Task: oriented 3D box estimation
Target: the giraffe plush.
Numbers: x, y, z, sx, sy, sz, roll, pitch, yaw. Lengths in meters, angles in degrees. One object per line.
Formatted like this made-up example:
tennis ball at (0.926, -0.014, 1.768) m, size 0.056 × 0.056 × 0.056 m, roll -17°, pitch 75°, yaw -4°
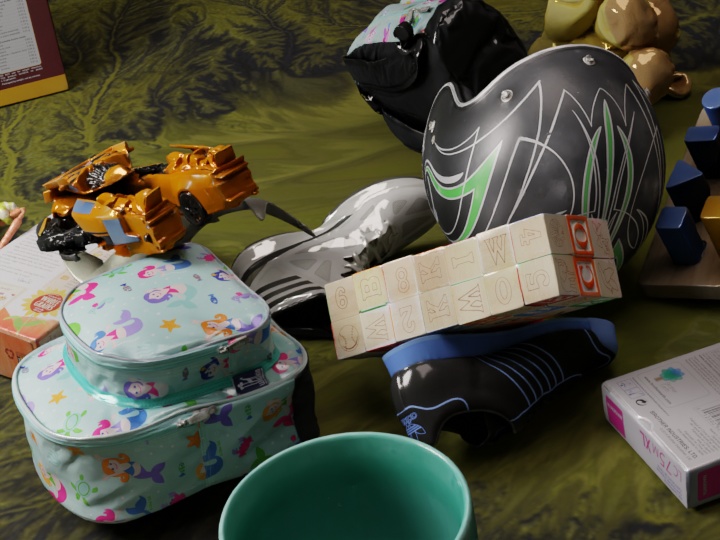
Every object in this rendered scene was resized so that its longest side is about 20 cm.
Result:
giraffe plush at (0.257, -0.216, 1.511) m, size 0.161 × 0.174 × 0.200 m, roll -20°, pitch -4°, yaw -37°

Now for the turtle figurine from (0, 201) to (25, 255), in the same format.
turtle figurine at (-0.401, -0.023, 1.393) m, size 0.199 × 0.065 × 0.161 m, roll -37°, pitch 23°, yaw -2°

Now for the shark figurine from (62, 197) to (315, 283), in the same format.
shark figurine at (-0.154, -0.003, 1.246) m, size 0.214 × 0.090 × 0.128 m, roll -39°, pitch 49°, yaw -6°

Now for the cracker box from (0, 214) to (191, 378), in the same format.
cracker box at (-0.256, 0.015, 1.315) m, size 0.133 × 0.058 × 0.200 m, roll 15°, pitch 38°, yaw 31°

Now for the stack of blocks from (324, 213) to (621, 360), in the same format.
stack of blocks at (0.087, 0.014, 1.106) m, size 0.199 × 0.059 × 0.115 m, roll -18°, pitch -12°, yaw 38°

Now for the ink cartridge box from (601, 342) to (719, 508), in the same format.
ink cartridge box at (0.286, 0.091, 1.065) m, size 0.199 × 0.042 × 0.119 m, roll -19°, pitch 32°, yaw -12°

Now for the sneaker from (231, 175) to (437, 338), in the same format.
sneaker at (0.000, 0.000, 1.277) m, size 0.199 × 0.076 × 0.115 m, roll -26°, pitch 42°, yaw -13°

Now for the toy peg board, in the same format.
toy peg board at (0.326, -0.085, 1.196) m, size 0.198 × 0.098 × 0.201 m, roll 1°, pitch 52°, yaw 37°

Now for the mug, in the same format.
mug at (-0.005, 0.196, 0.890) m, size 0.151 × 0.115 × 0.185 m, roll 1°, pitch 32°, yaw 15°

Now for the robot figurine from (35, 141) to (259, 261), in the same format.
robot figurine at (-0.174, -0.059, 1.181) m, size 0.145 × 0.059 × 0.199 m, roll -34°, pitch 25°, yaw -31°

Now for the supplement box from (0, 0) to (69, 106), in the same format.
supplement box at (-0.465, -0.300, 1.756) m, size 0.196 × 0.201 × 0.133 m, roll -16°, pitch 31°, yaw -13°

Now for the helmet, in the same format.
helmet at (0.151, -0.079, 1.214) m, size 0.199 × 0.202 × 0.190 m, roll -20°, pitch 15°, yaw -19°

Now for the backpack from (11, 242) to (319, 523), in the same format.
backpack at (-0.148, 0.084, 1.095) m, size 0.199 × 0.151 × 0.177 m, roll -26°, pitch 36°, yaw -19°

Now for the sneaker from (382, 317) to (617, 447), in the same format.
sneaker at (0.110, 0.085, 1.104) m, size 0.199 × 0.070 × 0.078 m, roll -6°, pitch 71°, yaw -27°

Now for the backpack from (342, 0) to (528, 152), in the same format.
backpack at (0.077, -0.200, 1.493) m, size 0.126 × 0.167 × 0.200 m, roll -41°, pitch 25°, yaw -18°
